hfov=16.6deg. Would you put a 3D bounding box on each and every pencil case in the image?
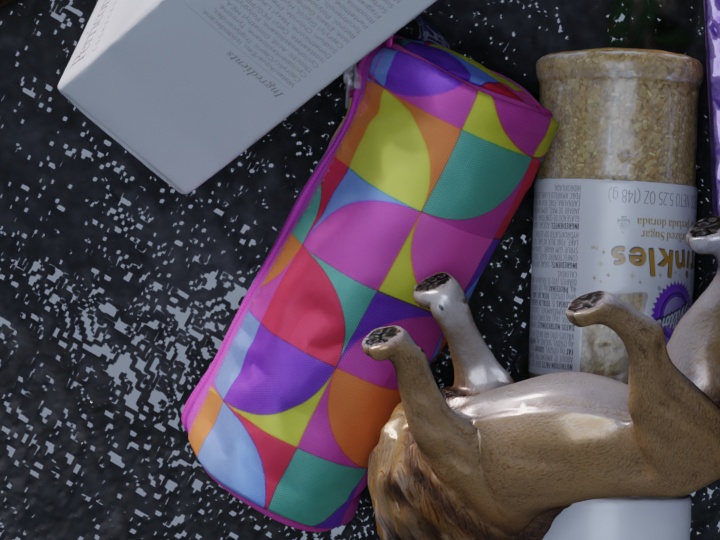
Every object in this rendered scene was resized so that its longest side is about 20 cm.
[{"bbox_3d":[0.000,0.000,0.963,0.088,0.088,0.201,26,102,5],"label":"pencil case"}]

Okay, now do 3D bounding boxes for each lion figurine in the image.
[{"bbox_3d":[0.078,0.057,0.896,0.199,0.073,0.123,-8,116,36],"label":"lion figurine"}]

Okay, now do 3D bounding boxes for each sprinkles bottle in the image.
[{"bbox_3d":[0.099,0.015,0.975,0.068,0.068,0.202,2,90,5],"label":"sprinkles bottle"}]

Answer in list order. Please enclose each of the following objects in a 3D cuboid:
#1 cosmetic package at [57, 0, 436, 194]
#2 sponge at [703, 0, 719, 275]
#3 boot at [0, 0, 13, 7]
[{"bbox_3d":[-0.020,-0.124,0.918,0.074,0.102,0.200,39,131,-21],"label":"cosmetic package"},{"bbox_3d":[0.150,-0.015,0.948,0.030,0.112,0.202,-3,90,7],"label":"sponge"},{"bbox_3d":[-0.180,-0.182,1.001,0.199,0.073,0.156,-25,85,9],"label":"boot"}]
